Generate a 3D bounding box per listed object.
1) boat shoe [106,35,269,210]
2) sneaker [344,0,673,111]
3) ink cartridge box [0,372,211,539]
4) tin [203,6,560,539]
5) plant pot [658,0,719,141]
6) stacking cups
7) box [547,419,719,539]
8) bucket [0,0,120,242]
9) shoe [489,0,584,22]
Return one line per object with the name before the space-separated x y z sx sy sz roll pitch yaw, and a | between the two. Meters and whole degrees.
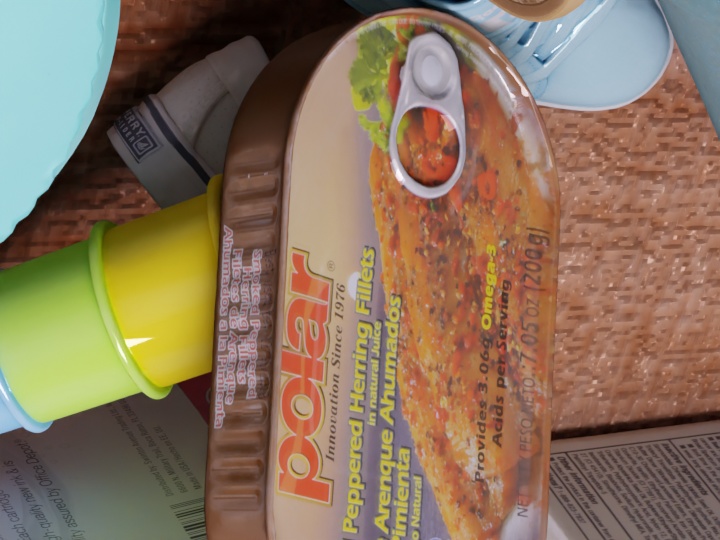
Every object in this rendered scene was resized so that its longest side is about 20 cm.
boat shoe | 0.000 0.000 0.933 0.070 0.071 0.200 -39 123 2
sneaker | 0.033 -0.090 0.874 0.200 0.082 0.074 27 111 -36
ink cartridge box | -0.090 0.108 0.906 0.200 0.147 0.083 -13 121 -18
tin | 0.006 0.023 0.825 0.112 0.042 0.200 13 78 -46
plant pot | 0.175 -0.104 0.880 0.200 0.200 0.196 -31 139 -4
stacking cups | -0.123 0.032 0.858 0.200 0.061 0.061 -20 131 9
box | 0.153 0.133 1.063 0.200 0.128 0.109 -5 124 -24
bucket | -0.169 -0.085 0.740 0.207 0.135 0.207 -14 129 -18
shoe | 0.026 -0.167 0.785 0.053 0.070 0.200 -28 96 -31
